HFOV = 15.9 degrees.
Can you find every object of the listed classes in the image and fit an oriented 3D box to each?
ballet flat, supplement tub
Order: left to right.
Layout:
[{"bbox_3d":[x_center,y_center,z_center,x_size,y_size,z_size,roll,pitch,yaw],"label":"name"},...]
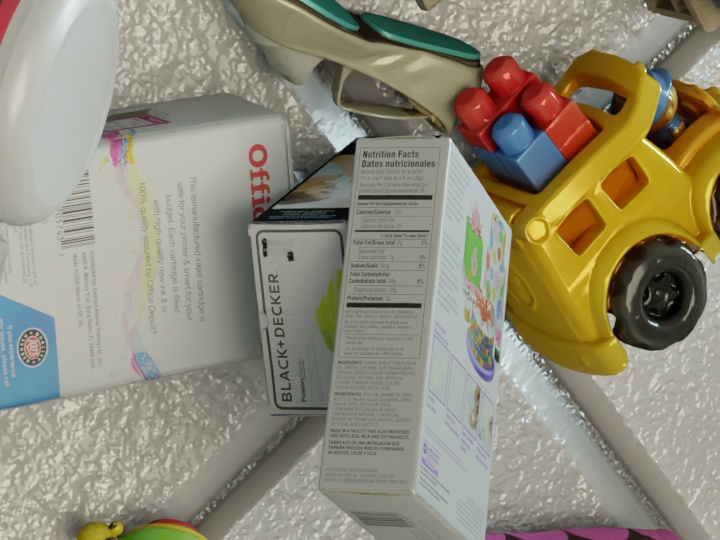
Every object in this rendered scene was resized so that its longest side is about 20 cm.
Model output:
[{"bbox_3d":[-0.238,-0.113,1.344,0.199,0.140,0.141,16,96,11],"label":"supplement tub"},{"bbox_3d":[-0.013,-0.132,1.547,0.199,0.069,0.070,20,92,-29],"label":"ballet flat"}]

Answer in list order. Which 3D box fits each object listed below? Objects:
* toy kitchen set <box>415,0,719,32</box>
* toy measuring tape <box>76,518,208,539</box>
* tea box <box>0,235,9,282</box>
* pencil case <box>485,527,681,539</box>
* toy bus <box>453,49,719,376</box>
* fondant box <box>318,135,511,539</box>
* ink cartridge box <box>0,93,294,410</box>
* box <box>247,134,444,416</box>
[{"bbox_3d":[0.135,-0.182,1.551,0.200,0.163,0.181,-39,116,-13],"label":"toy kitchen set"},{"bbox_3d":[-0.091,0.207,1.576,0.200,0.073,0.074,38,83,-28],"label":"toy measuring tape"},{"bbox_3d":[-0.295,0.048,1.365,0.133,0.197,0.202,12,98,-28],"label":"tea box"},{"bbox_3d":[0.122,0.215,1.681,0.199,0.091,0.094,2,111,-29],"label":"pencil case"},{"bbox_3d":[0.150,-0.068,1.600,0.200,0.136,0.192,-44,118,-13],"label":"toy bus"},{"bbox_3d":[0.033,0.045,1.429,0.144,0.058,0.202,49,45,-64],"label":"fondant box"},{"bbox_3d":[-0.141,-0.014,1.494,0.199,0.085,0.146,-10,106,-24],"label":"ink cartridge box"},{"bbox_3d":[0.000,0.000,1.513,0.060,0.200,0.118,0,106,19],"label":"box"}]
